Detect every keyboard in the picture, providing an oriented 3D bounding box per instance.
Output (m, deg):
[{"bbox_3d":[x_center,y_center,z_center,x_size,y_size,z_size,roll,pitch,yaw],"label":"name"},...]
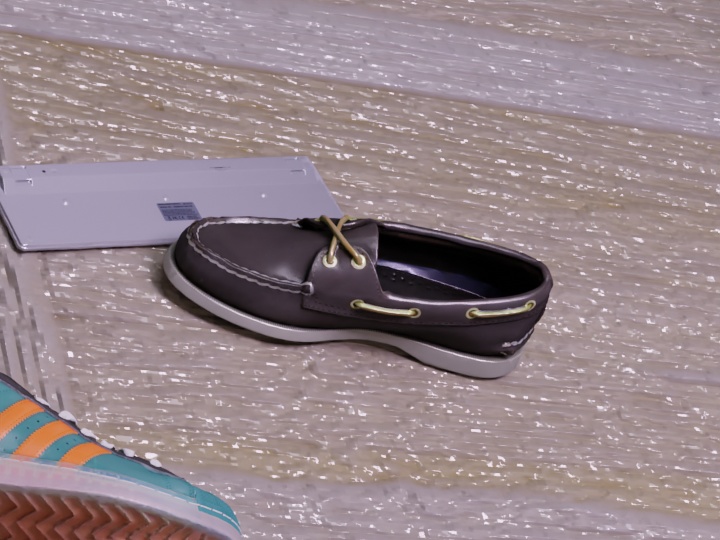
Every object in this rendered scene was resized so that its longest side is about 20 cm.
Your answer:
[{"bbox_3d":[-0.098,-0.035,1.450,0.200,0.011,0.056,-4,53,-34],"label":"keyboard"}]

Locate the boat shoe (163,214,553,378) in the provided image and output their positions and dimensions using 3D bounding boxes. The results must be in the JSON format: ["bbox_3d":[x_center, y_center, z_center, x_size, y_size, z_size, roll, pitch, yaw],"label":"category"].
[{"bbox_3d":[0.000,0.000,1.424,0.201,0.061,0.072,12,40,-19],"label":"boat shoe"}]

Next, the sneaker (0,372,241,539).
[{"bbox_3d":[-0.146,0.085,1.231,0.200,0.071,0.080,16,44,-13],"label":"sneaker"}]
